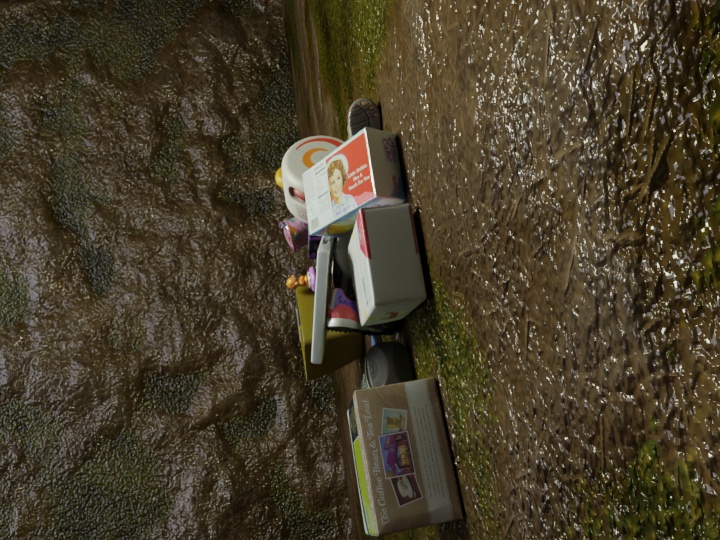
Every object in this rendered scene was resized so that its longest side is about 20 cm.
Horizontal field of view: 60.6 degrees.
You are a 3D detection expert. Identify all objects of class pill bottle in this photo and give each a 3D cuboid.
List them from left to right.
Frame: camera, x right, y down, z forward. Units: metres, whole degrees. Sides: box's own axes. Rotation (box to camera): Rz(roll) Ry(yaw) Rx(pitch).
[{"bbox_3d":[0.000,0.000,1.209,0.201,0.110,0.117,103,158,-67],"label":"pill bottle"}]

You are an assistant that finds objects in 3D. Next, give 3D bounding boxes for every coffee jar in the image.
[{"bbox_3d":[0.047,0.213,1.158,0.202,0.083,0.107,97,166,-60],"label":"coffee jar"}]

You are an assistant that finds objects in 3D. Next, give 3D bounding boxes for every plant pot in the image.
[{"bbox_3d":[-0.087,0.170,1.774,0.203,0.171,0.203,93,167,-50],"label":"plant pot"}]

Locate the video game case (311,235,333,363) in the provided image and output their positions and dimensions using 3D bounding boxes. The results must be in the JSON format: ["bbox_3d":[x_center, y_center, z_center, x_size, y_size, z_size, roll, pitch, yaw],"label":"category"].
[{"bbox_3d":[-0.068,0.040,1.136,0.182,0.022,0.206,-87,2,-74],"label":"video game case"}]

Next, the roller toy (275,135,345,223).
[{"bbox_3d":[-0.091,-0.202,1.418,0.142,0.195,0.185,91,163,-50],"label":"roller toy"}]

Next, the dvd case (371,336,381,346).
[{"bbox_3d":[0.047,0.257,1.441,0.144,0.017,0.205,-110,16,-57],"label":"dvd case"}]

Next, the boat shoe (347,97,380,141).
[{"bbox_3d":[0.008,-0.211,1.139,0.072,0.073,0.206,-116,28,-77],"label":"boat shoe"}]

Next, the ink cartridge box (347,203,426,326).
[{"bbox_3d":[0.037,-0.003,0.988,0.200,0.081,0.149,117,144,-76],"label":"ink cartridge box"}]

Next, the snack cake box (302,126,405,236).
[{"bbox_3d":[-0.017,-0.143,1.045,0.198,0.066,0.118,-23,71,50],"label":"snack cake box"}]

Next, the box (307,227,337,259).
[{"bbox_3d":[-0.054,-0.072,1.428,0.200,0.139,0.037,112,151,-74],"label":"box"}]

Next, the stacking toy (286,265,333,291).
[{"bbox_3d":[-0.109,0.023,1.715,0.110,0.194,0.119,-113,16,-61],"label":"stacking toy"}]

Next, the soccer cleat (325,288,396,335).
[{"bbox_3d":[0.008,0.081,1.136,0.198,0.067,0.075,14,-105,-53],"label":"soccer cleat"}]

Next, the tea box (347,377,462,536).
[{"bbox_3d":[0.060,0.297,0.968,0.198,0.130,0.205,101,160,-69],"label":"tea box"}]

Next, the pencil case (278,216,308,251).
[{"bbox_3d":[-0.102,-0.125,1.531,0.089,0.196,0.088,60,169,21],"label":"pencil case"}]

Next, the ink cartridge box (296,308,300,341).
[{"bbox_3d":[-0.247,0.288,3.152,0.143,0.083,0.205,21,128,36],"label":"ink cartridge box"}]
